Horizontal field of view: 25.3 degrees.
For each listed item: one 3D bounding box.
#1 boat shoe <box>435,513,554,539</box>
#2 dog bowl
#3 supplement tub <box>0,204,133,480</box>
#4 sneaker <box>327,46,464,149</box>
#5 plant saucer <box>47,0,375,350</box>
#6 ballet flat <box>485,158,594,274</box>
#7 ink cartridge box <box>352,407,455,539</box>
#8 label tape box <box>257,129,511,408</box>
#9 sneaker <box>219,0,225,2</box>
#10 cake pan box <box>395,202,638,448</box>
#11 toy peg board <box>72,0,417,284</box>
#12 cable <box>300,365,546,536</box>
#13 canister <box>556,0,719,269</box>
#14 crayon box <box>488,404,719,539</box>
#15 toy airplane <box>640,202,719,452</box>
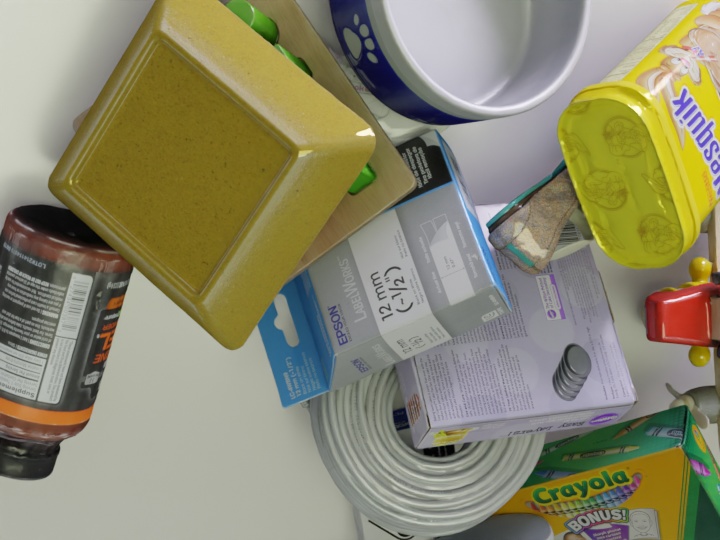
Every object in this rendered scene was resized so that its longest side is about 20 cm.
[{"bbox_3d":[0.079,0.276,1.382,0.198,0.070,0.067,-25,119,-3],"label":"boat shoe"},{"bbox_3d":[0.077,-0.214,1.227,0.198,0.079,0.203,1,87,-32],"label":"dog bowl"},{"bbox_3d":[-0.248,0.058,1.250,0.106,0.107,0.202,13,104,-19],"label":"supplement tub"},{"bbox_3d":[-0.005,-0.138,1.271,0.198,0.075,0.101,-13,111,-11],"label":"sneaker"},{"bbox_3d":[-0.119,-0.075,1.141,0.200,0.048,0.201,40,109,12],"label":"plant saucer"},{"bbox_3d":[0.172,-0.055,1.304,0.067,0.068,0.200,47,50,3],"label":"ballet flat"},{"bbox_3d":[0.044,0.223,1.416,0.093,0.044,0.202,-13,110,-9],"label":"ink cartridge box"},{"bbox_3d":[0.000,0.000,1.248,0.198,0.145,0.066,-23,154,8],"label":"label tape box"},{"bbox_3d":[-0.053,-0.285,1.212,0.114,0.074,0.202,16,101,-16],"label":"sneaker"},{"bbox_3d":[0.111,0.035,1.307,0.182,0.052,0.202,-6,66,-20],"label":"cake pan box"},{"bbox_3d":[-0.096,-0.090,1.191,0.198,0.098,0.201,-35,84,7],"label":"toy peg board"},{"bbox_3d":[0.057,0.117,1.332,0.198,0.069,0.202,-22,80,-17],"label":"cable"},{"bbox_3d":[0.253,-0.117,1.292,0.200,0.086,0.150,-43,118,-41],"label":"canister"},{"bbox_3d":[0.216,0.202,1.397,0.198,0.058,0.119,-20,116,28],"label":"crayon box"},{"bbox_3d":[0.314,0.033,1.396,0.200,0.140,0.201,51,53,-33],"label":"toy airplane"}]
